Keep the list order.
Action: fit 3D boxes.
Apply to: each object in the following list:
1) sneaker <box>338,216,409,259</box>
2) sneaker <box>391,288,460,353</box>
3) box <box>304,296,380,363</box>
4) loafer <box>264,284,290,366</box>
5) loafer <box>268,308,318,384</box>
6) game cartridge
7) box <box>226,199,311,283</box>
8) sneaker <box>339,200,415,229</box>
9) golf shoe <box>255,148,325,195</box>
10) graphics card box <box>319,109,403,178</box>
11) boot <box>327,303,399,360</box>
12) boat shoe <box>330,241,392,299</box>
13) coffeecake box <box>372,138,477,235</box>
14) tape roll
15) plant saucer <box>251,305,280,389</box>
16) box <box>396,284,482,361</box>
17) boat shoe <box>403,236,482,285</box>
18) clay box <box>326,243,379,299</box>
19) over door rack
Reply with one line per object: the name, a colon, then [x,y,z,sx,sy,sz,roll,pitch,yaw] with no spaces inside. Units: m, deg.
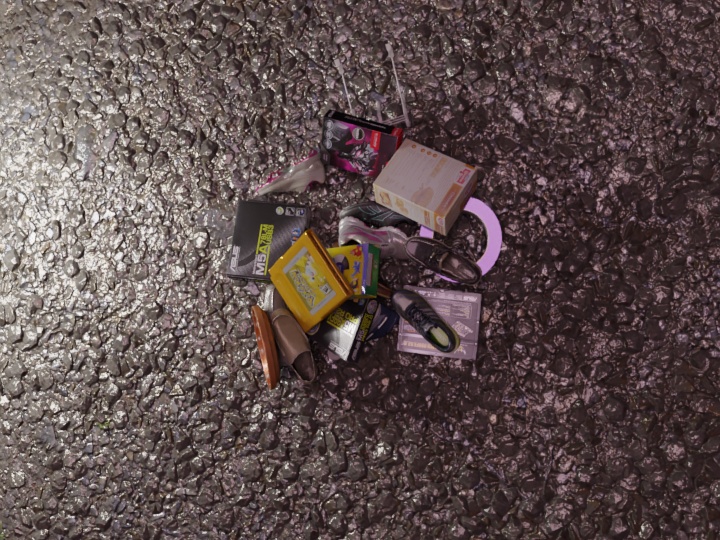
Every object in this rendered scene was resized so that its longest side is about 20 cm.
sneaker: [0.031,-0.057,1.511,0.194,0.083,0.090,13,49,8]
sneaker: [0.151,0.115,1.455,0.199,0.081,0.075,39,95,9]
box: [-0.053,0.108,1.506,0.198,0.044,0.164,25,94,47]
loafer: [-0.192,0.136,1.566,0.068,0.069,0.207,-8,95,40]
loafer: [-0.154,0.184,1.506,0.075,0.068,0.204,-31,102,-12]
game cartridge: [-0.121,0.029,1.449,0.199,0.032,0.178,-39,83,43]
box: [-0.230,-0.071,1.579,0.187,0.048,0.207,7,78,8]
sneaker: [0.044,-0.135,1.535,0.194,0.075,0.082,-9,89,10]
golf shoe: [-0.175,-0.224,1.578,0.196,0.076,0.093,-23,117,24]
graphics card box: [0.000,-0.304,1.528,0.195,0.051,0.128,19,130,11]
boot: [0.007,0.159,1.533,0.200,0.089,0.074,-46,37,28]
boat shoe: [0.000,0.000,1.540,0.197,0.072,0.069,33,95,12]
coffeecake box: [0.151,-0.197,1.458,0.197,0.074,0.155,28,68,23]
tape roll: [0.240,-0.073,1.503,0.193,0.066,0.207,0,88,11]
plant saucer: [-0.227,0.184,1.517,0.031,0.200,0.207,-12,86,-13]
box: [0.191,0.124,1.513,0.193,0.048,0.164,5,90,11]
boat shoe: [0.189,-0.025,1.444,0.196,0.065,0.073,28,94,10]
clay box: [-0.045,0.007,1.461,0.196,0.047,0.119,-6,75,41]
over door rack: [0.035,-0.436,1.540,0.143,0.067,0.206,-14,106,10]
